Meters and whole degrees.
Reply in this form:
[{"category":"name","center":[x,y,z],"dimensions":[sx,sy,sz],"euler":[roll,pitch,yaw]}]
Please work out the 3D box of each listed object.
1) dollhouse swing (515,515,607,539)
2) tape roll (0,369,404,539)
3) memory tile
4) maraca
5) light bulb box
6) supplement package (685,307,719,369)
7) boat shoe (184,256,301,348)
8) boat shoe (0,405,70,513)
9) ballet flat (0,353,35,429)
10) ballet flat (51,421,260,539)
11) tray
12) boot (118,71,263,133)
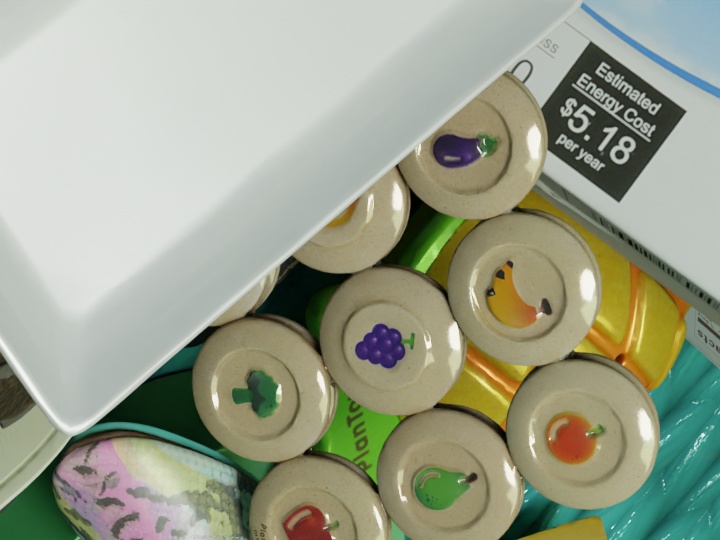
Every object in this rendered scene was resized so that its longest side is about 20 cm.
[{"category":"dollhouse swing","center":[0.064,0.253,1.025],"dimensions":[0.181,0.176,0.200],"euler":[-13,138,-33]},{"category":"tape roll","center":[-0.076,0.132,0.915],"dimensions":[0.200,0.048,0.201],"euler":[-24,136,-25]},{"category":"memory tile","center":[0.000,0.000,0.743],"dimensions":[0.153,0.201,0.017],"euler":[-21,-174,24]},{"category":"maraca","center":[0.049,0.024,0.880],"dimensions":[0.200,0.107,0.138],"euler":[-30,126,-26]},{"category":"light bulb box","center":[0.152,-0.084,0.776],"dimensions":[0.200,0.198,0.125],"euler":[-54,173,1]},{"category":"supplement package","center":[0.202,-0.045,0.960],"dimensions":[0.113,0.110,0.200],"euler":[-27,138,-22]},{"category":"boat shoe","center":[-0.013,-0.057,0.792],"dimensions":[0.057,0.067,0.200],"euler":[13,110,-42]},{"category":"boat shoe","center":[-0.177,0.087,0.772],"dimensions":[0.199,0.075,0.066],"euler":[-41,170,-22]},{"category":"ballet flat","center":[-0.121,0.025,0.691],"dimensions":[0.067,0.046,0.200],"euler":[-53,176,22]},{"category":"ballet flat","center":[-0.042,0.121,0.834],"dimensions":[0.069,0.071,0.200],"euler":[-17,147,20]},{"category":"tray","center":[-0.035,-0.059,0.611],"dimensions":[0.200,0.022,0.108],"euler":[-41,112,-20]},{"category":"boot","center":[-0.115,-0.032,0.673],"dimensions":[0.199,0.074,0.155],"euler":[6,142,-32]}]
